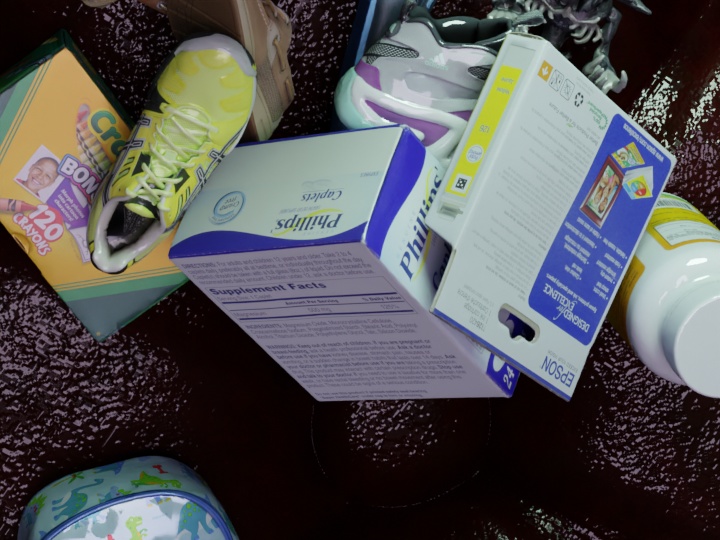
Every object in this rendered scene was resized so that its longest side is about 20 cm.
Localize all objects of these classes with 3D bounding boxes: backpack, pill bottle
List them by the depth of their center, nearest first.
[{"bbox_3d":[0.244,0.020,1.527,0.111,0.200,0.111,-4,111,-10],"label":"pill bottle"},{"bbox_3d":[-0.168,0.256,1.562,0.183,0.147,0.200,-17,109,-7],"label":"backpack"}]

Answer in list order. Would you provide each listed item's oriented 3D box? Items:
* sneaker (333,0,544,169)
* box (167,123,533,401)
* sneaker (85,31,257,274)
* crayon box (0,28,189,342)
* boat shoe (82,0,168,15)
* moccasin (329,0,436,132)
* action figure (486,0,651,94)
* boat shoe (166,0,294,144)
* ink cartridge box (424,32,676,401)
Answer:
[{"bbox_3d":[0.096,-0.121,1.425,0.200,0.078,0.140,27,111,-26],"label":"sneaker"},{"bbox_3d":[0.000,0.000,1.449,0.200,0.184,0.105,46,53,-39],"label":"box"},{"bbox_3d":[-0.129,-0.075,1.393,0.075,0.076,0.200,23,123,-12],"label":"sneaker"},{"bbox_3d":[-0.206,-0.061,1.485,0.119,0.058,0.200,-35,112,3],"label":"crayon box"},{"bbox_3d":[-0.180,-0.220,1.425,0.200,0.076,0.074,17,111,-17],"label":"boat shoe"},{"bbox_3d":[0.024,-0.145,1.487,0.068,0.080,0.200,12,108,-12],"label":"moccasin"},{"bbox_3d":[0.142,-0.162,1.495,0.119,0.102,0.200,22,106,-6],"label":"action figure"},{"bbox_3d":[-0.086,-0.167,1.427,0.065,0.071,0.200,-49,158,-23],"label":"boat shoe"},{"bbox_3d":[0.126,-0.033,1.411,0.198,0.047,0.200,33,81,-49],"label":"ink cartridge box"}]
